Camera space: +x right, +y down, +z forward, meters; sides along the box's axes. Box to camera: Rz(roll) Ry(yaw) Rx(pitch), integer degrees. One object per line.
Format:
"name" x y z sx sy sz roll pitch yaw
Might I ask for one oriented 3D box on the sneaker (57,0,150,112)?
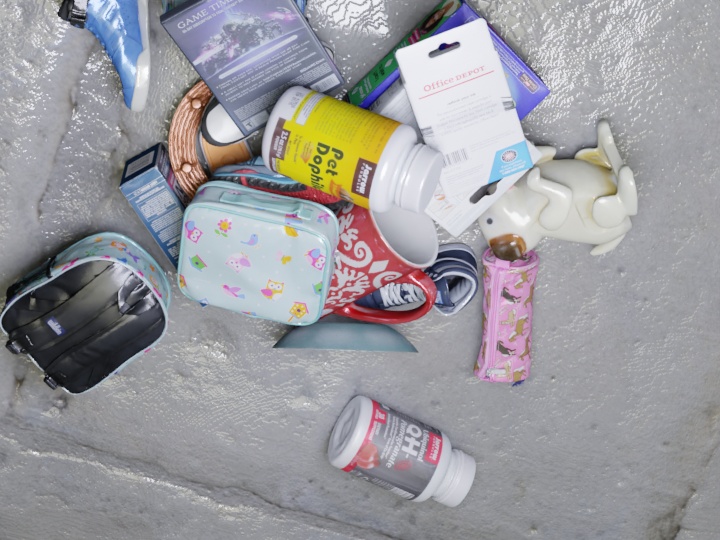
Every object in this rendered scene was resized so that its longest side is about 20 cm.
"sneaker" -0.316 -0.296 1.555 0.111 0.077 0.200 -1 111 -9

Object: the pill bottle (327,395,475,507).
"pill bottle" 0.062 0.269 1.826 0.200 0.111 0.111 26 111 -15

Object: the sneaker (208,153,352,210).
"sneaker" -0.092 -0.123 1.601 0.200 0.096 0.079 -1 139 7

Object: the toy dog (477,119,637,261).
"toy dog" 0.253 -0.090 1.672 0.200 0.140 0.194 -14 143 3

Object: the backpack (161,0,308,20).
"backpack" -0.146 -0.376 1.493 0.183 0.147 0.200 0 112 -7

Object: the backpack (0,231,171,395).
"backpack" -0.352 0.046 1.674 0.200 0.151 0.178 -31 116 19

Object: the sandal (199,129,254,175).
"sandal" -0.157 -0.101 1.668 0.079 0.059 0.207 -25 115 8

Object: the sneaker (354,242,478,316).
"sneaker" 0.067 0.026 1.712 0.200 0.109 0.070 -18 116 4

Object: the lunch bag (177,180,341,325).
"lunch bag" -0.123 -0.025 1.563 0.200 0.077 0.161 13 121 5

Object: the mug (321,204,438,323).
"mug" -0.008 -0.002 1.647 0.200 0.133 0.178 -30 73 33

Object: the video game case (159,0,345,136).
"video game case" -0.123 -0.258 1.479 0.143 0.019 0.200 -26 135 9

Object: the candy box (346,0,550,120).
"candy box" 0.111 -0.226 1.616 0.200 0.077 0.169 -43 112 14

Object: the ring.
"ring" -0.147 -0.163 1.625 0.200 0.019 0.201 -1 96 -9

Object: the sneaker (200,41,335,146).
"sneaker" -0.117 -0.226 1.576 0.200 0.080 0.074 -37 102 -3

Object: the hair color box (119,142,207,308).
"hair color box" -0.236 -0.060 1.660 0.060 0.100 0.200 -28 114 8

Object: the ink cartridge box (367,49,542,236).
"ink cartridge box" 0.105 -0.160 1.585 0.200 0.047 0.160 39 107 -25

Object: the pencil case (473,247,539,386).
"pencil case" 0.202 0.061 1.749 0.083 0.087 0.200 -3 115 -10

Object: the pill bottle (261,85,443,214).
"pill bottle" -0.008 -0.137 1.482 0.200 0.109 0.109 21 114 14

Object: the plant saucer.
"plant saucer" -0.020 0.091 1.710 0.201 0.201 0.039 3 86 -5

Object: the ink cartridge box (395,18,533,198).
"ink cartridge box" 0.119 -0.201 1.499 0.116 0.068 0.200 -20 119 4
